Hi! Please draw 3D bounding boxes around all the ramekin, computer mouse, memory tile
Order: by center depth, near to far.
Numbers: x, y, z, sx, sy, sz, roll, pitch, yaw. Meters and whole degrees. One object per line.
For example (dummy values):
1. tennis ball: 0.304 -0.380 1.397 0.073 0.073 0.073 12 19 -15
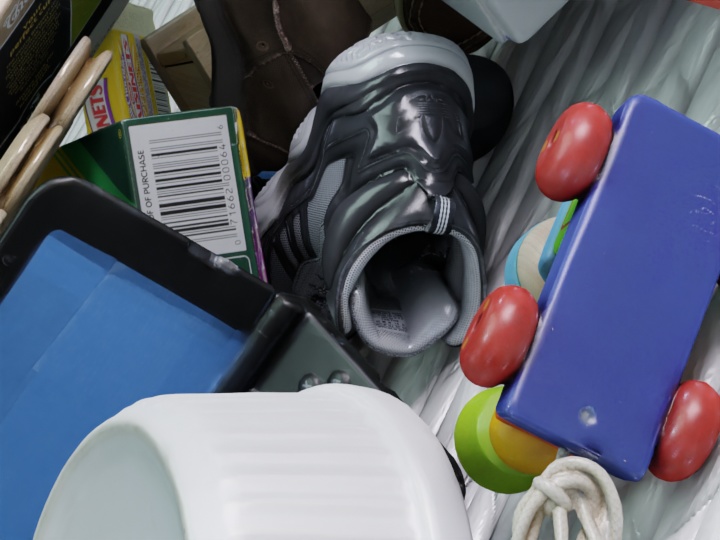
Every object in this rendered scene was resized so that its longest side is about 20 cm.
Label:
1. ramekin: -0.048 0.133 0.897 0.202 0.094 0.204 -29 57 56
2. memory tile: -0.170 0.002 1.097 0.153 0.017 0.200 -50 9 50
3. computer mouse: -0.019 -0.055 1.210 0.199 0.034 0.059 -19 56 27

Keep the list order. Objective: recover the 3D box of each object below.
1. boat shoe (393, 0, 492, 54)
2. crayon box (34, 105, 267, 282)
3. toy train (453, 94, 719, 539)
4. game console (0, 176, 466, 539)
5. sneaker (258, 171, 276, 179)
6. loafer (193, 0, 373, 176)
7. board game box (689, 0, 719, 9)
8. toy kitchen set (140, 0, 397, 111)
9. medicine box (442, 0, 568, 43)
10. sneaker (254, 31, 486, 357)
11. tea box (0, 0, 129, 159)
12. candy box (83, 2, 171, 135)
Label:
1. boat shoe: 0.087 -0.176 1.184 0.203 0.075 0.075 -54 24 15
2. crayon box: -0.092 0.039 1.173 0.172 0.058 0.201 168 93 -66
3. toy train: 0.061 0.050 0.876 0.201 0.084 0.116 -67 8 -22
4. game console: -0.090 0.098 1.021 0.176 0.116 0.200 47 110 34
5. sneaker: -0.063 -0.008 1.293 0.078 0.090 0.201 -44 23 41
6. loafer: -0.029 -0.118 1.121 0.200 0.071 0.073 86 -170 -54
7. board game box: 0.125 -0.200 0.955 0.040 0.152 0.201 58 -128 -70
8. toy kitchen set: -0.052 -0.201 1.329 0.200 0.181 0.163 -35 12 -16
9. medicine box: 0.068 -0.221 1.090 0.200 0.103 0.182 -43 38 -4
10. sneaker: 0.000 0.000 1.124 0.200 0.075 0.114 114 155 -49
11. tea box: -0.165 -0.171 1.161 0.201 0.133 0.197 -60 -3 -20
12. candy box: -0.107 -0.033 1.313 0.102 0.026 0.201 -6 -94 -79
